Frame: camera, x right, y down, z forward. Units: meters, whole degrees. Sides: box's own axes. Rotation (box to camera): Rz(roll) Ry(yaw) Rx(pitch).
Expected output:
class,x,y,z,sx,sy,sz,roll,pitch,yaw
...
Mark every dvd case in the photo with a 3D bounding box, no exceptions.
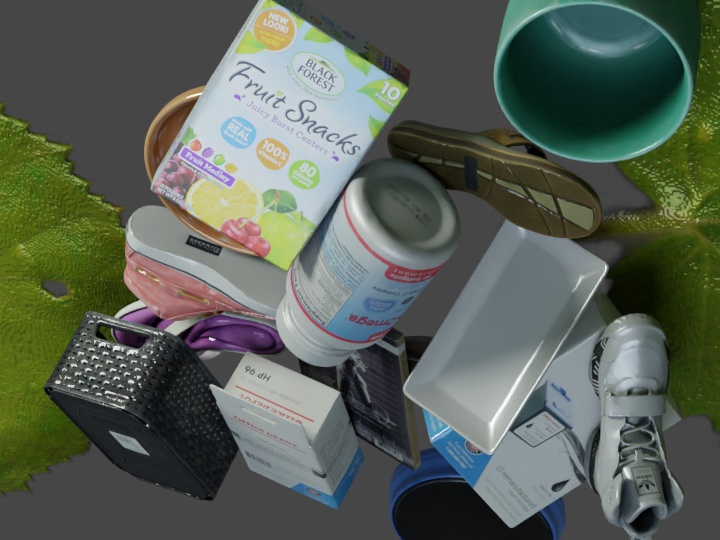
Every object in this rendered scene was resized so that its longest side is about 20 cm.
class,x,y,z,sx,sy,sz,roll,pitch,yaw
dvd case,-0.007,0.101,1.631,0.148,0.016,0.201,29,147,31

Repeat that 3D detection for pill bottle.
class,x,y,z,sx,sy,sz,roll,pitch,yaw
pill bottle,0.000,0.000,1.451,0.108,0.109,0.200,26,138,-10

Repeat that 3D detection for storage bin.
class,x,y,z,sx,sy,sz,roll,pitch,yaw
storage bin,-0.216,0.142,1.685,0.134,0.094,0.200,13,153,30

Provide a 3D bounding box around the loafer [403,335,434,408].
class,x,y,z,sx,sy,sz,roll,pitch,yaw
loafer,0.101,0.127,1.628,0.198,0.071,0.073,19,138,-3

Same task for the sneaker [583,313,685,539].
class,x,y,z,sx,sy,sz,roll,pitch,yaw
sneaker,0.246,0.144,1.441,0.074,0.115,0.202,-3,122,-9

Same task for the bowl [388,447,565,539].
class,x,y,z,sx,sy,sz,roll,pitch,yaw
bowl,0.125,0.269,1.796,0.198,0.040,0.202,9,137,9

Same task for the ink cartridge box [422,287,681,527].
class,x,y,z,sx,sy,sz,roll,pitch,yaw
ink cartridge box,0.176,0.125,1.539,0.199,0.086,0.147,-34,121,15

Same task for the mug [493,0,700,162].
class,x,y,z,sx,sy,sz,roll,pitch,yaw
mug,0.187,-0.186,1.235,0.151,0.115,0.186,22,137,-5

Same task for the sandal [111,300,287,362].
class,x,y,z,sx,sy,sz,roll,pitch,yaw
sandal,-0.169,0.067,1.669,0.200,0.050,0.083,-3,134,21

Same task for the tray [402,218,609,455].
class,x,y,z,sx,sy,sz,roll,pitch,yaw
tray,0.131,0.054,1.469,0.107,0.201,0.022,34,-174,21

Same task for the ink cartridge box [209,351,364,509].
class,x,y,z,sx,sy,sz,roll,pitch,yaw
ink cartridge box,-0.072,0.155,1.666,0.115,0.068,0.201,21,155,21

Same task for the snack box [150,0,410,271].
class,x,y,z,sx,sy,sz,roll,pitch,yaw
snack box,-0.069,-0.118,1.381,0.141,0.053,0.201,30,113,-12

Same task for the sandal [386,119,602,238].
class,x,y,z,sx,sy,sz,roll,pitch,yaw
sandal,0.119,-0.091,1.410,0.198,0.054,0.081,22,145,17

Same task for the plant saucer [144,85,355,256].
class,x,y,z,sx,sy,sz,roll,pitch,yaw
plant saucer,-0.097,-0.094,1.484,0.198,0.038,0.201,10,137,9

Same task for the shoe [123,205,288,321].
class,x,y,z,sx,sy,sz,roll,pitch,yaw
shoe,-0.138,0.013,1.588,0.198,0.072,0.091,23,140,5
